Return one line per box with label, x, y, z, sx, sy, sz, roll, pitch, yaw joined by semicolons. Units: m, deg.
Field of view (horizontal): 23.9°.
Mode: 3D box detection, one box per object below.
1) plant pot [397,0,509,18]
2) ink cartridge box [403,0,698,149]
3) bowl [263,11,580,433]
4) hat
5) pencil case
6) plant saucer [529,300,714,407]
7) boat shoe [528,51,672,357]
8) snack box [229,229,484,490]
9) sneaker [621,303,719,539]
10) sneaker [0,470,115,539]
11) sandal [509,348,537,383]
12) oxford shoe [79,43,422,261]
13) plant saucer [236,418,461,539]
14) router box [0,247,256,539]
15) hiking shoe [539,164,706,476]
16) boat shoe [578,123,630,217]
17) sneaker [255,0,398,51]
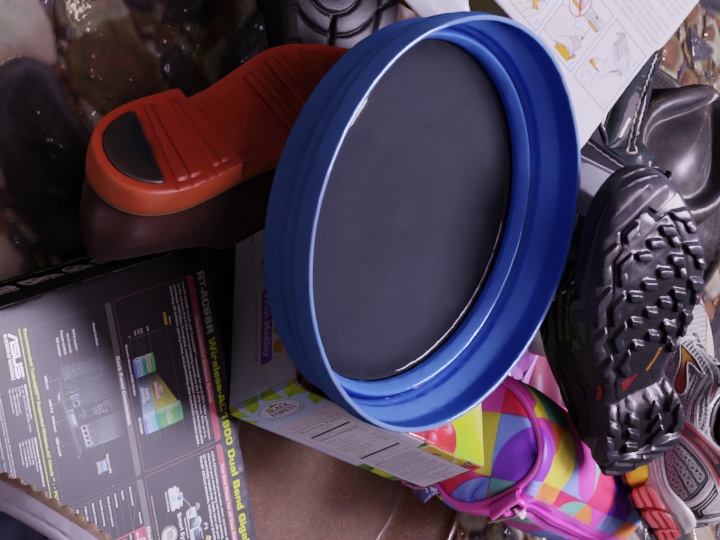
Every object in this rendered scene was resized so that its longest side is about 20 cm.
plant pot;0.066;-0.216;0.965;0.200;0.142;0.201;-1;91;-47
ink cartridge box;0.097;-0.175;0.866;0.174;0.044;0.200;-51;131;-2
bowl;0.031;-0.025;0.810;0.200;0.039;0.201;-21;119;-44
hat;0.194;-0.077;1.110;0.200;0.081;0.201;16;59;-28
pencil case;0.106;0.121;1.015;0.200;0.088;0.089;26;71;-58
plant saucer;0.185;0.070;1.173;0.200;0.051;0.201;-2;93;-48
boat shoe;0.158;-0.038;1.019;0.075;0.066;0.200;22;86;-78
snack box;0.000;0.000;0.908;0.142;0.053;0.200;28;50;-39
sneaker;0.216;0.088;1.081;0.078;0.082;0.200;55;27;-32
sneaker;-0.183;0.126;0.686;0.109;0.200;0.070;-59;171;-23
sandal;0.093;0.035;1.068;0.082;0.050;0.203;35;66;-43
oxford shoe;-0.049;-0.056;0.820;0.200;0.073;0.071;-16;59;-33
plant saucer;-0.012;0.104;0.965;0.200;0.037;0.201;0;90;-48
router box;-0.130;0.096;0.813;0.150;0.062;0.201;-19;105;-46
hiking shoe;0.127;0.018;0.926;0.076;0.101;0.200;-20;132;-21
boat shoe;0.104;-0.085;0.973;0.066;0.200;0.070;-58;153;-2
sneaker;-0.033;-0.176;0.888;0.073;0.082;0.201;0;84;-43
